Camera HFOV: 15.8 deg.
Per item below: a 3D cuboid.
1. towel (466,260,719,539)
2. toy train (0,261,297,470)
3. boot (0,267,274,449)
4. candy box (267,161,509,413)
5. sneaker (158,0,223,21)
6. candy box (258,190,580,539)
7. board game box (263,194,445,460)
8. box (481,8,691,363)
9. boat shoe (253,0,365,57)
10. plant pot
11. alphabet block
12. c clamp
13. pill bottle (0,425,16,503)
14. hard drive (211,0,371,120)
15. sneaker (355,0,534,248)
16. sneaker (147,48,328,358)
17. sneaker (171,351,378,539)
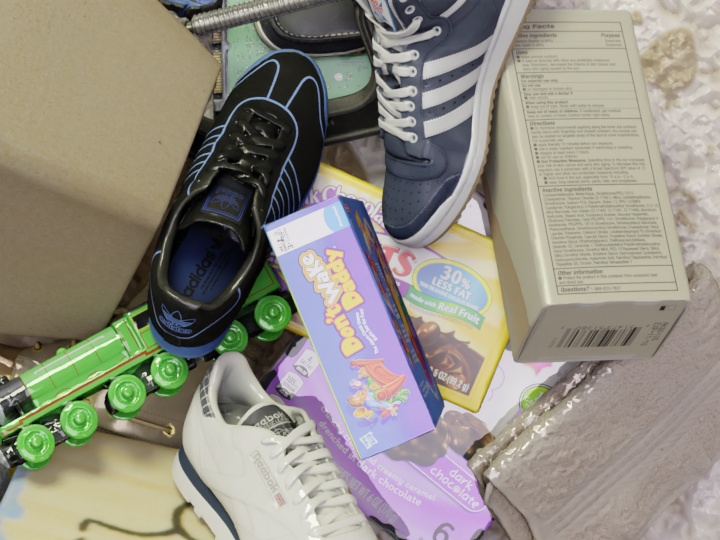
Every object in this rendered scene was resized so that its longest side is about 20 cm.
[{"bbox_3d":[0.162,0.099,1.584,0.200,0.034,0.133,-42,133,-9],"label":"towel"},{"bbox_3d":[-0.129,0.051,1.516,0.199,0.042,0.057,-28,84,-15],"label":"toy train"},{"bbox_3d":[-0.163,0.039,1.613,0.199,0.073,0.156,32,91,-2],"label":"boot"},{"bbox_3d":[0.000,0.000,1.566,0.199,0.026,0.103,24,87,3],"label":"candy box"},{"bbox_3d":[-0.167,-0.217,1.603,0.199,0.075,0.079,32,81,7],"label":"sneaker"},{"bbox_3d":[0.050,0.060,1.613,0.168,0.072,0.200,38,90,1],"label":"candy box"},{"bbox_3d":[0.000,0.029,1.453,0.045,0.200,0.135,-22,89,3],"label":"board game box"},{"bbox_3d":[0.126,-0.052,1.535,0.094,0.078,0.201,0,62,-13],"label":"box"},{"bbox_3d":[0.029,-0.181,1.580,0.199,0.062,0.075,-14,92,2],"label":"boat shoe"},{"bbox_3d":[-0.197,-0.074,1.526,0.176,0.200,0.200,25,49,-8],"label":"plant pot"},{"bbox_3d":[-0.126,0.230,1.529,0.199,0.196,0.197,13,119,1],"label":"alphabet block"},{"bbox_3d":[-0.047,-0.141,1.562,0.199,0.027,0.171,-17,128,16],"label":"c clamp"},{"bbox_3d":[-0.266,0.135,1.550,0.112,0.200,0.113,0,91,0],"label":"pill bottle"},{"bbox_3d":[0.005,-0.162,1.629,0.199,0.038,0.141,-2,90,-1],"label":"hard drive"},{"bbox_3d":[0.028,-0.117,1.496,0.108,0.070,0.201,13,98,-41],"label":"sneaker"},{"bbox_3d":[-0.067,-0.047,1.495,0.070,0.078,0.201,20,71,0],"label":"sneaker"},{"bbox_3d":[-0.038,0.130,1.457,0.200,0.076,0.081,42,126,36],"label":"sneaker"}]
